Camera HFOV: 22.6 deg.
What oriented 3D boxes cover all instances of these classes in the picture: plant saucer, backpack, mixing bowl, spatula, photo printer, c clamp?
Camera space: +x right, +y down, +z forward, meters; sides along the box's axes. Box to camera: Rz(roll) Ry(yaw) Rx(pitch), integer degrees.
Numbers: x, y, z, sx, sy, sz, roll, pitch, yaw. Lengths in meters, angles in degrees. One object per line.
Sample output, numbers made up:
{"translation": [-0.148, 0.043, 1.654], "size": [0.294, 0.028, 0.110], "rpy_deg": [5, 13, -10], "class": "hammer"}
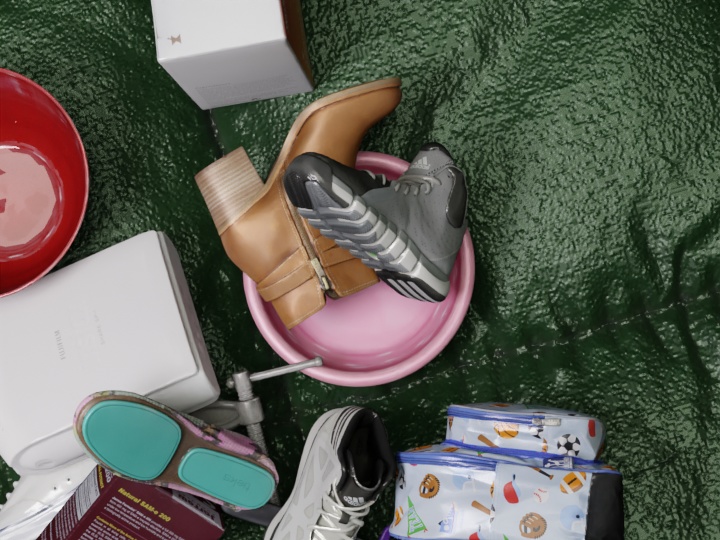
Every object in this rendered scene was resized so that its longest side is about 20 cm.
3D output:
{"translation": [0.000, 0.000, 1.557], "size": [0.199, 0.051, 0.202], "rpy_deg": [-1, 85, 5], "class": "plant saucer"}
{"translation": [0.118, 0.182, 1.463], "size": [0.189, 0.200, 0.155], "rpy_deg": [-2, 77, 9], "class": "backpack"}
{"translation": [-0.321, -0.067, 1.563], "size": [0.199, 0.108, 0.202], "rpy_deg": [-1, 83, 4], "class": "mixing bowl"}
{"translation": [-0.025, 0.224, 1.520], "size": [0.199, 0.021, 0.057], "rpy_deg": [19, 90, -10], "class": "spatula"}
{"translation": [-0.233, 0.073, 1.535], "size": [0.199, 0.070, 0.167], "rpy_deg": [-23, 58, 5], "class": "photo printer"}
{"translation": [-0.103, 0.182, 1.537], "size": [0.170, 0.027, 0.201], "rpy_deg": [-7, 97, 9], "class": "c clamp"}

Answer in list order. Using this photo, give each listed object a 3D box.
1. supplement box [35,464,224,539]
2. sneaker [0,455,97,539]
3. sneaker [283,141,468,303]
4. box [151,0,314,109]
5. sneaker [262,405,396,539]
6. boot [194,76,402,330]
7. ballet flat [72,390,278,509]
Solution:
{"translation": [-0.217, 0.250, 1.504], "size": [0.109, 0.061, 0.200], "rpy_deg": [36, 101, -23], "class": "supplement box"}
{"translation": [-0.279, 0.209, 1.558], "size": [0.199, 0.073, 0.071], "rpy_deg": [-30, 59, 0], "class": "sneaker"}
{"translation": [0.022, -0.068, 1.463], "size": [0.075, 0.200, 0.116], "rpy_deg": [11, 67, 43], "class": "sneaker"}
{"translation": [-0.111, -0.234, 1.516], "size": [0.106, 0.200, 0.153], "rpy_deg": [-9, 84, 4], "class": "box"}
{"translation": [-0.028, 0.200, 1.450], "size": [0.075, 0.115, 0.202], "rpy_deg": [17, 75, -9], "class": "sneaker"}
{"translation": [-0.021, -0.058, 1.505], "size": [0.199, 0.077, 0.156], "rpy_deg": [-31, 89, -9], "class": "boot"}
{"translation": [-0.155, 0.138, 1.455], "size": [0.199, 0.071, 0.069], "rpy_deg": [25, 102, -34], "class": "ballet flat"}
